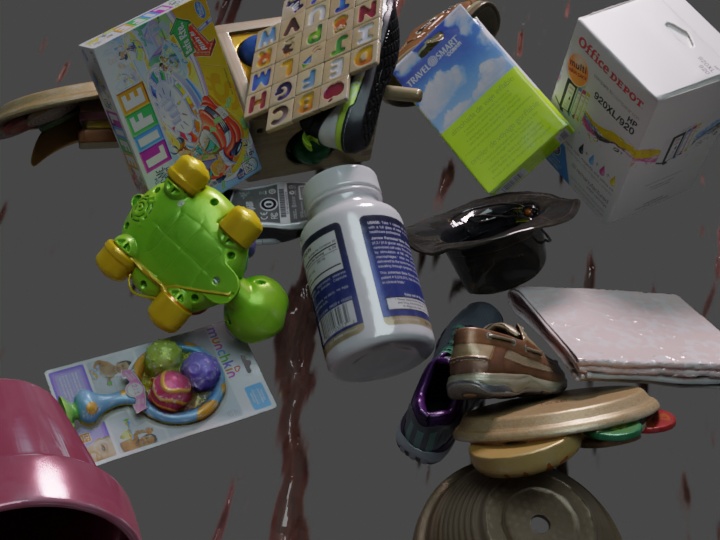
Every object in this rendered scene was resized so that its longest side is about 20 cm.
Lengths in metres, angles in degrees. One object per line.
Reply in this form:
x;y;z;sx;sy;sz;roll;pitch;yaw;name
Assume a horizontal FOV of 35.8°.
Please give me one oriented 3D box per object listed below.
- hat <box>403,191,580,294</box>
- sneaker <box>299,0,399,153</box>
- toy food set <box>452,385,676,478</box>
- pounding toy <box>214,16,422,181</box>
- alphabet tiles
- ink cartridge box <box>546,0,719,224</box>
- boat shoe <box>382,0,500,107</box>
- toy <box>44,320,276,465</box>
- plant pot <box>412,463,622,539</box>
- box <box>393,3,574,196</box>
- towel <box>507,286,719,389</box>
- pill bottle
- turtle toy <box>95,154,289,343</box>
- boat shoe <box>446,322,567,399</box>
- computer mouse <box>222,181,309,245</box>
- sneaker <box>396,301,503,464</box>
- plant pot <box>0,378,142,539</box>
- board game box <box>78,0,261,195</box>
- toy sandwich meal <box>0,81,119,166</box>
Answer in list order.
0.141;-0.023;1.188;0.198;0.082;0.201;-10;16;3;hat
-0.015;-0.213;1.170;0.082;0.072;0.202;10;61;15;sneaker
0.183;0.144;1.026;0.196;0.200;0.049;-9;88;-9;toy food set
-0.056;-0.204;1.273;0.182;0.143;0.201;-12;55;-17;pounding toy
-0.049;-0.235;1.178;0.165;0.006;0.202;-17;49;27;alphabet tiles
0.318;-0.188;1.281;0.144;0.201;0.148;-22;57;-24;ink cartridge box
0.088;-0.271;1.405;0.199;0.072;0.068;-37;35;-22;boat shoe
-0.191;0.106;1.070;0.198;0.047;0.116;-17;57;-20;toy
0.149;0.244;0.987;0.198;0.093;0.202;5;51;-6;plant pot
0.140;-0.197;1.305;0.122;0.048;0.201;-42;70;13;box
0.269;0.064;1.125;0.198;0.033;0.191;4;21;-14;towel
0.000;0.000;1.122;0.110;0.111;0.202;-7;65;-14;pill bottle
-0.155;-0.007;1.106;0.200;0.101;0.146;43;91;11;turtle toy
0.144;0.085;1.062;0.075;0.199;0.073;-8;81;27;boat shoe
-0.131;-0.053;1.210;0.197;0.044;0.110;-3;48;-4;computer mouse
0.102;0.094;1.099;0.074;0.088;0.201;23;52;9;sneaker
-0.290;0.194;0.908;0.198;0.202;0.180;-11;39;-17;plant pot
-0.190;-0.164;1.146;0.134;0.202;0.034;-35;34;-27;board game box
-0.292;-0.155;1.205;0.203;0.205;0.071;-13;94;-18;toy sandwich meal
